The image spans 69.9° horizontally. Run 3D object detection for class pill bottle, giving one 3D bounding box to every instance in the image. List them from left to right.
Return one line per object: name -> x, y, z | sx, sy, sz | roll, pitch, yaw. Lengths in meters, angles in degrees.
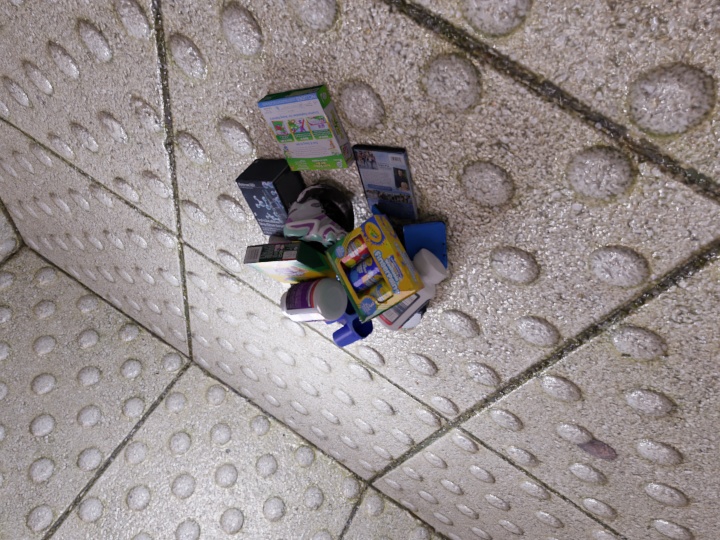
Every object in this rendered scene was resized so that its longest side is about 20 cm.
pill bottle -> -0.135, 0.085, 1.419 | 0.198, 0.113, 0.113 | -8, 128, 46
pill bottle -> 0.120, 0.046, 1.306 | 0.119, 0.120, 0.200 | 40, 112, -9

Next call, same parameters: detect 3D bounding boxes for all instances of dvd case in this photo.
dvd case -> 0.063, -0.214, 1.258 | 0.141, 0.018, 0.202 | 14, 141, 30

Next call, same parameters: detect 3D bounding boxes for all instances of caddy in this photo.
caddy -> -0.026, 0.137, 1.505 | 0.104, 0.200, 0.143 | -29, 88, 18

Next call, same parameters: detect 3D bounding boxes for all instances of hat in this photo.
hat -> -0.093, -0.139, 1.411 | 0.196, 0.081, 0.205 | 4, 107, 14

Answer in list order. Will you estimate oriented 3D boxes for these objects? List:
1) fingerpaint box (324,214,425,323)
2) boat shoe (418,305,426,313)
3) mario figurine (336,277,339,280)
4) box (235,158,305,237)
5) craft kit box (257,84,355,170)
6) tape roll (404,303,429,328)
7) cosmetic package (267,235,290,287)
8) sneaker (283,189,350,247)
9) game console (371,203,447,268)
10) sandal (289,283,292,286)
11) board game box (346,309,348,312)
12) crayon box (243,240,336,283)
fingerpaint box -> 0.032, -0.004, 1.233 | 0.166, 0.073, 0.203 | -32, 81, 27
boat shoe -> 0.096, 0.108, 1.440 | 0.198, 0.084, 0.069 | -8, 116, 49
mario figurine -> 0.000, 0.000, 1.441 | 0.198, 0.108, 0.122 | -16, 156, 42
box -> -0.232, -0.201, 1.455 | 0.146, 0.108, 0.202 | 9, 138, 35
craft kit box -> -0.131, -0.339, 1.256 | 0.197, 0.049, 0.200 | 7, 134, 37
tape roll -> 0.104, 0.079, 1.535 | 0.197, 0.067, 0.202 | 23, 145, 17
cosmetic package -> -0.211, -0.025, 1.586 | 0.101, 0.074, 0.201 | 0, 150, 10
sneaker -> -0.094, -0.138, 1.331 | 0.196, 0.143, 0.078 | 9, 165, -17
game console -> 0.128, -0.084, 1.340 | 0.171, 0.117, 0.202 | 51, 165, 36
sandal -> -0.120, 0.026, 1.559 | 0.196, 0.049, 0.076 | -11, 149, 1
board game box -> -0.096, 0.111, 1.692 | 0.153, 0.040, 0.200 | 41, 175, -9
crayon box -> -0.188, -0.017, 1.407 | 0.197, 0.059, 0.172 | -2, 158, 35
